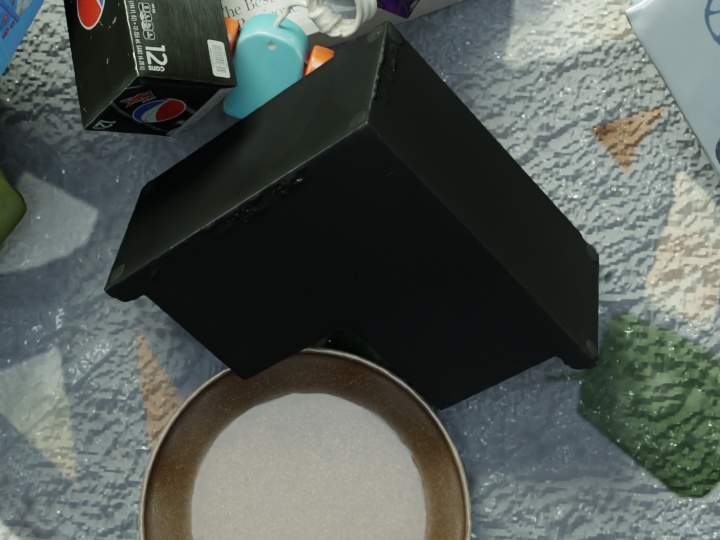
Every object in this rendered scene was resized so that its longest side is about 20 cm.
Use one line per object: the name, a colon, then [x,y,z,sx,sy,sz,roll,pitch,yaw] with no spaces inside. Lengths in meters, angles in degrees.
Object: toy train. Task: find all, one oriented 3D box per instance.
toy train: [-0.005,-0.086,0.830,0.149,0.056,0.201,-15,126,22]

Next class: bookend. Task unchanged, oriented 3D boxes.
bookend: [0.000,0.000,0.804,0.198,0.093,0.200,-30,121,32]

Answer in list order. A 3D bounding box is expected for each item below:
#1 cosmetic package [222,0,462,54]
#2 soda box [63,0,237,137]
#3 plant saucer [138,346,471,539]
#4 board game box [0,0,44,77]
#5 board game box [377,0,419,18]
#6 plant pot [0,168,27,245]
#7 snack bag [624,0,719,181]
cosmetic package: [0.000,-0.190,0.861,0.198,0.051,0.083,-19,84,3]
soda box: [-0.126,-0.179,0.782,0.063,0.071,0.202,1,69,-37]
plant saucer: [-0.032,0.147,0.851,0.198,0.037,0.203,0,87,5]
board game box: [-0.271,-0.142,0.735,0.198,0.056,0.197,18,72,22]
board game box: [-0.025,-0.232,0.833,0.199,0.032,0.121,26,68,24]
plant pot: [-0.301,-0.022,0.816,0.200,0.200,0.184,44,79,5]
snack bag: [0.265,-0.128,0.800,0.188,0.021,0.200,-35,121,5]
